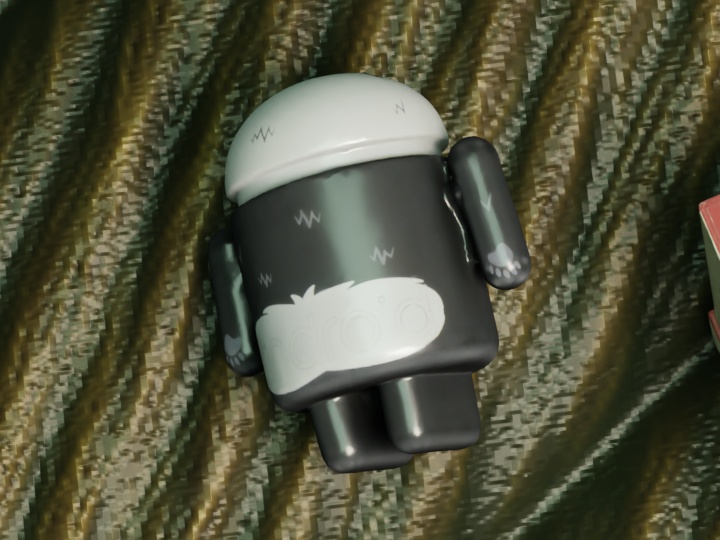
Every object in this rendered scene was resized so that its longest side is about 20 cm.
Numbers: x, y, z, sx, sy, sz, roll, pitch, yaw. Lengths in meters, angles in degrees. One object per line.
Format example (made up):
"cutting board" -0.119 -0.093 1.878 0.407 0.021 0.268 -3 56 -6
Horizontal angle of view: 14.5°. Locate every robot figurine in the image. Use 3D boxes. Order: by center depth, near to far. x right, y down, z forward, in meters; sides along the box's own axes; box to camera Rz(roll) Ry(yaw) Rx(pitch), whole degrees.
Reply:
"robot figurine" 0.002 0.000 1.448 0.149 0.125 0.201 -12 81 -9

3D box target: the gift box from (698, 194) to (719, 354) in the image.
"gift box" 0.273 0.030 1.398 0.183 0.187 0.201 -16 61 3
